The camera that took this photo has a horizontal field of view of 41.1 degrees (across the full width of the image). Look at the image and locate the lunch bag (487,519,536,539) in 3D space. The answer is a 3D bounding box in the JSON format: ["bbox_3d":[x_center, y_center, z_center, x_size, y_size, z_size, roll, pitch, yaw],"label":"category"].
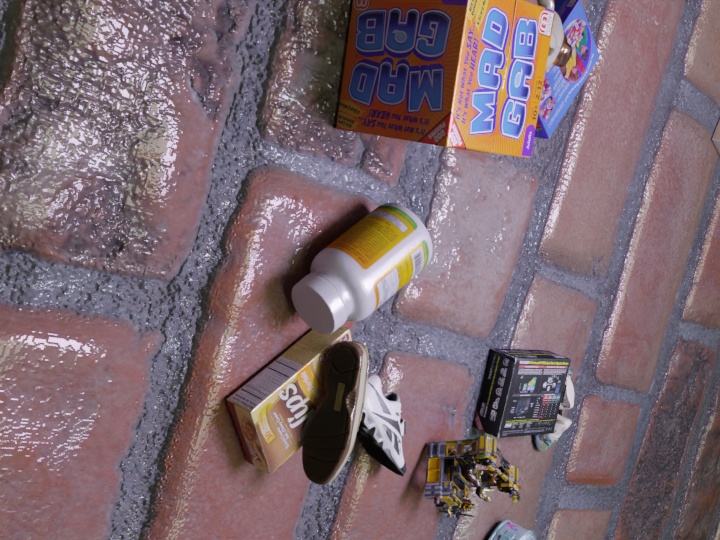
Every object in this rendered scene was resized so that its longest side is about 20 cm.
[{"bbox_3d":[0.272,0.593,1.872,0.200,0.077,0.161,-47,132,-27],"label":"lunch bag"}]

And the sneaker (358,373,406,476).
[{"bbox_3d":[0.042,0.241,1.494,0.089,0.074,0.201,-48,134,-24],"label":"sneaker"}]

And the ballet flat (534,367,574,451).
[{"bbox_3d":[0.388,0.276,1.902,0.074,0.074,0.202,-19,117,-43],"label":"ballet flat"}]

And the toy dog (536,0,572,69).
[{"bbox_3d":[0.249,-0.340,1.486,0.199,0.139,0.196,-34,128,-39],"label":"toy dog"}]

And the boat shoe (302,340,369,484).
[{"bbox_3d":[-0.023,0.198,1.334,0.076,0.071,0.202,9,99,-67],"label":"boat shoe"}]

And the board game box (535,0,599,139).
[{"bbox_3d":[0.331,-0.346,1.643,0.201,0.045,0.135,-56,137,-19],"label":"board game box"}]

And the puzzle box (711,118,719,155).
[{"bbox_3d":[0.904,-0.366,2.299,0.133,0.025,0.201,36,75,-48],"label":"puzzle box"}]

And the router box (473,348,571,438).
[{"bbox_3d":[0.303,0.227,1.791,0.199,0.062,0.151,7,98,-48],"label":"router box"}]

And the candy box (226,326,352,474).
[{"bbox_3d":[-0.087,0.174,1.340,0.200,0.055,0.116,-39,130,-35],"label":"candy box"}]

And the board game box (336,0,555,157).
[{"bbox_3d":[0.115,-0.272,1.305,0.199,0.199,0.202,-2,103,-48],"label":"board game box"}]

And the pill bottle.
[{"bbox_3d":[0.000,0.000,1.337,0.200,0.110,0.112,-39,129,-33],"label":"pill bottle"}]

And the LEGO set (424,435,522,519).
[{"bbox_3d":[0.192,0.374,1.646,0.200,0.152,0.117,62,30,-53],"label":"LEGO set"}]
